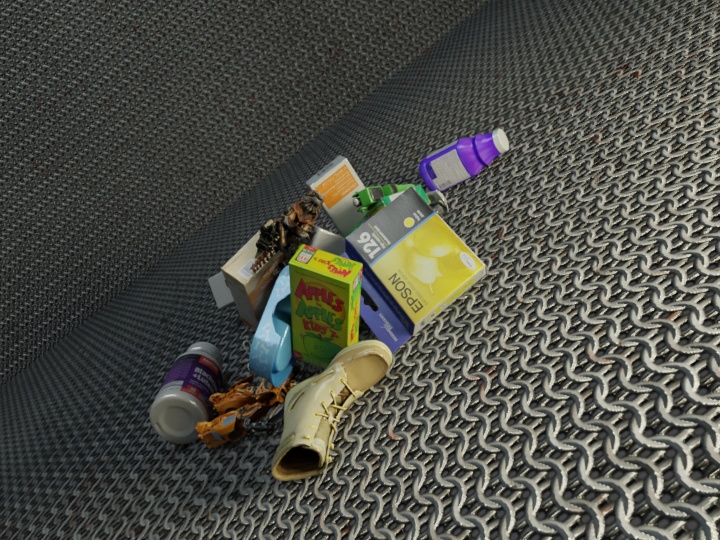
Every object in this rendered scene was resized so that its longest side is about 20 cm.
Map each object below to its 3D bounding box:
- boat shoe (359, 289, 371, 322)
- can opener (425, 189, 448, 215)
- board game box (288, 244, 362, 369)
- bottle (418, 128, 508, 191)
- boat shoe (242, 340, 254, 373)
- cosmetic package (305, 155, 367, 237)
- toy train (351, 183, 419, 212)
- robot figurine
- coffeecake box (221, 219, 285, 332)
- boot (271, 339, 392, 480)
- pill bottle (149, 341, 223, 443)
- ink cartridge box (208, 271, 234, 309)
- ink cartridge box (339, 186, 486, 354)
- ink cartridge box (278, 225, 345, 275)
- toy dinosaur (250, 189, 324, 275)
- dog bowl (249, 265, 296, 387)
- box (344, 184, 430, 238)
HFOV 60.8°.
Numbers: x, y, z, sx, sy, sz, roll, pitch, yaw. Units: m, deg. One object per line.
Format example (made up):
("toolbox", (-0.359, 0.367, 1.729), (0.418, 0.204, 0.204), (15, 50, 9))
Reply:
("boat shoe", (-0.034, 0.083, 1.106), (0.201, 0.074, 0.065), (-48, 6, -32))
("can opener", (0.108, -0.124, 1.304), (0.067, 0.054, 0.198), (-43, 19, -31))
("board game box", (-0.054, 0.066, 0.940), (0.099, 0.204, 0.048), (18, 43, 16))
("bottle", (0.221, -0.239, 1.315), (0.197, 0.084, 0.066), (-23, 23, 37))
("boat shoe", (-0.175, 0.150, 1.127), (0.085, 0.076, 0.201), (-32, 4, -17))
("cosmetic package", (-0.022, -0.134, 1.334), (0.100, 0.202, 0.071), (-36, 20, -2))
("toy train", (0.056, -0.150, 1.210), (0.056, 0.043, 0.198), (-23, -3, 38))
("robot figurine", (-0.188, 0.227, 1.057), (0.197, 0.059, 0.146), (-30, 24, 23))
("coffeecake box", (-0.199, 0.021, 1.311), (0.072, 0.203, 0.154), (29, 61, 24))
("boot", (-0.039, 0.195, 0.855), (0.197, 0.073, 0.157), (-33, 20, 19))
("pill bottle", (-0.333, 0.232, 1.213), (0.110, 0.113, 0.201), (-31, 22, 15))
("ink cartridge box", (-0.255, 0.014, 1.511), (0.197, 0.087, 0.145), (-25, -3, 36))
("ink cartridge box", (0.066, -0.007, 0.985), (0.198, 0.047, 0.199), (-37, 63, -6))
("ink cartridge box", (-0.103, 0.015, 1.205), (0.205, 0.082, 0.144), (-68, 23, 1))
("toy dinosaur", (-0.137, -0.062, 1.152), (0.137, 0.100, 0.204), (-79, 12, -60))
("dog bowl", (-0.123, 0.083, 0.996), (0.048, 0.112, 0.205), (14, 70, 13))
("box", (0.042, -0.089, 1.228), (0.115, 0.049, 0.200), (-23, -14, -38))
